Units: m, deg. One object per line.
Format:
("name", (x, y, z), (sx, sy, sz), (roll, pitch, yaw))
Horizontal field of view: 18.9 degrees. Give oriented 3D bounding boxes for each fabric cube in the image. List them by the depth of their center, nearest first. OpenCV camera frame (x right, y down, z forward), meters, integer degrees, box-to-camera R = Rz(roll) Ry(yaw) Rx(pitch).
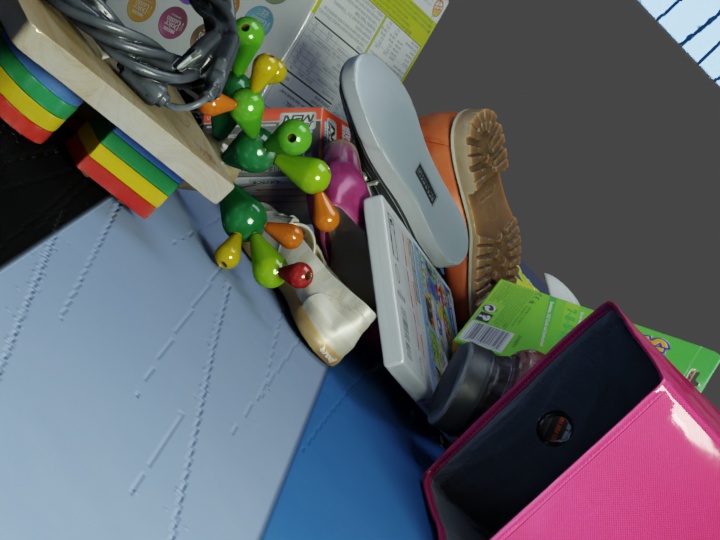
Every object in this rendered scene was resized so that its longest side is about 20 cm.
("fabric cube", (0.186, 0.176, 1.505), (0.199, 0.196, 0.200), (44, 8, -14))

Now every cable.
("cable", (-0.154, -0.188, 1.492), (0.163, 0.051, 0.200), (32, 30, -12))

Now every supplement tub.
("supplement tub", (0.153, 0.129, 1.647), (0.199, 0.107, 0.107), (28, 12, -9))

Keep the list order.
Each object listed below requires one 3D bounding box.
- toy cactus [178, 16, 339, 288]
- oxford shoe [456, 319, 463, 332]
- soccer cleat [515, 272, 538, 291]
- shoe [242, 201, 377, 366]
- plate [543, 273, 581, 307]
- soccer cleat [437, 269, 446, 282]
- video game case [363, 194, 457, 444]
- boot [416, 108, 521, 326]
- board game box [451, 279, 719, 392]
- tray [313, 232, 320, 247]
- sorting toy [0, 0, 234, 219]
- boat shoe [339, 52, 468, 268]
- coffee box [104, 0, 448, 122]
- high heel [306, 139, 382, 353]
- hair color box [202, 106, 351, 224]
("toy cactus", (-0.097, -0.080, 1.603), (0.165, 0.102, 0.201), (-9, -82, 52))
("oxford shoe", (0.125, 0.086, 1.890), (0.071, 0.071, 0.200), (10, 37, -37))
("soccer cleat", (0.139, 0.025, 2.061), (0.065, 0.083, 0.201), (36, -36, 57))
("shoe", (-0.042, 0.000, 1.691), (0.070, 0.053, 0.200), (39, 11, -39))
("plate", (0.205, 0.131, 1.847), (0.200, 0.032, 0.200), (-99, 173, -49))
("soccer cleat", (0.068, 0.058, 1.994), (0.083, 0.065, 0.200), (-2, 45, -37))
("video game case", (0.047, 0.044, 1.715), (0.200, 0.018, 0.144), (51, 28, -61))
("boot", (0.075, -0.041, 1.861), (0.075, 0.107, 0.201), (-28, 115, -53))
("board game box", (0.183, 0.070, 1.751), (0.199, 0.030, 0.096), (17, 39, 22))
("tray", (0.034, 0.048, 1.897), (0.200, 0.037, 0.099), (52, 11, 30))
("sorting toy", (-0.202, -0.134, 1.482), (0.199, 0.070, 0.200), (39, 11, -38))
("boat shoe", (0.020, -0.085, 1.773), (0.200, 0.068, 0.074), (59, 39, -30))
("coffee box", (-0.079, -0.234, 1.964), (0.199, 0.198, 0.200), (30, -1, 28))
("high heel", (0.000, 0.000, 1.727), (0.096, 0.067, 0.201), (-83, 167, -58))
("hair color box", (-0.046, -0.087, 1.851), (0.200, 0.110, 0.064), (23, 68, -68))
